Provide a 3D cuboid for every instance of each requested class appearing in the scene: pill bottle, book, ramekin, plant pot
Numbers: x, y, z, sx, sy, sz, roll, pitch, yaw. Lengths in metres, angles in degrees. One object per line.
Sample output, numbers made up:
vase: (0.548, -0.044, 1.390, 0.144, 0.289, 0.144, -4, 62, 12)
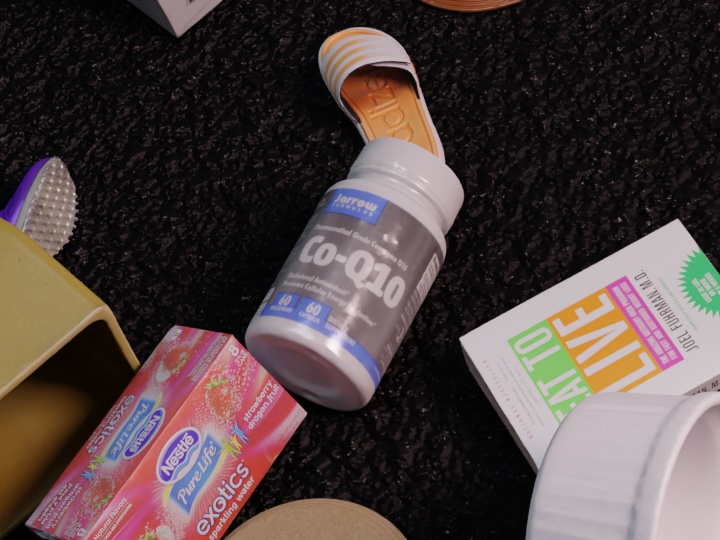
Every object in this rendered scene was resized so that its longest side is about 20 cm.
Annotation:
pill bottle: (0.000, 0.000, 1.449, 0.113, 0.114, 0.201, 15, 62, 28)
book: (0.194, 0.064, 1.385, 0.199, 0.048, 0.134, -29, 56, -5)
ramekin: (0.189, 0.176, 1.210, 0.097, 0.201, 0.202, 7, 58, 31)
plant pot: (-0.310, 0.064, 1.433, 0.194, 0.196, 0.200, -41, 67, -12)

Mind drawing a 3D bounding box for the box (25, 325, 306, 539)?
box: (-0.147, 0.151, 1.384, 0.095, 0.100, 0.201, 5, 53, 54)

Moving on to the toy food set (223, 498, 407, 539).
toy food set: (-0.040, 0.261, 1.320, 0.196, 0.049, 0.201, 19, 64, 29)

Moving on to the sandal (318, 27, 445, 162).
sandal: (0.019, -0.158, 1.589, 0.079, 0.059, 0.208, -27, 52, -1)

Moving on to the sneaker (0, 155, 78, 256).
sneaker: (-0.324, -0.019, 1.605, 0.098, 0.070, 0.202, 2, 56, 24)

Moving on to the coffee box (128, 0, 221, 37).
coffee box: (-0.193, -0.390, 1.739, 0.200, 0.200, 0.197, -42, 53, -12)

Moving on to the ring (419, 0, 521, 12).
ring: (0.119, -0.324, 1.698, 0.198, 0.019, 0.202, -9, 54, 13)
